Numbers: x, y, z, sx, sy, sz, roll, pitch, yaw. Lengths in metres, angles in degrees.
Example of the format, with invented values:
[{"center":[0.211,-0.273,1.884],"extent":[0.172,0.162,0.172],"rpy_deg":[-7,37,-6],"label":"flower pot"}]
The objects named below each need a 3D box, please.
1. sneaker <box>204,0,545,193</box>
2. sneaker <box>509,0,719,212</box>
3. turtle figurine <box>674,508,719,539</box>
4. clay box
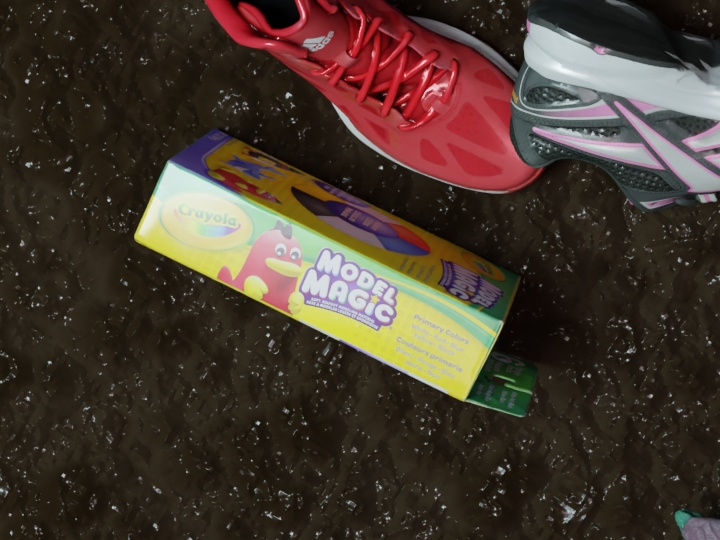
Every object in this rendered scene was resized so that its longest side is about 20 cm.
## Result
[{"center":[-0.001,-0.094,1.125],"extent":[0.200,0.116,0.078],"rpy_deg":[31,104,1],"label":"sneaker"},{"center":[0.162,-0.065,1.129],"extent":[0.200,0.080,0.086],"rpy_deg":[19,121,-4],"label":"sneaker"},{"center":[0.257,0.094,1.139],"extent":[0.200,0.101,0.150],"rpy_deg":[-41,93,20],"label":"turtle figurine"},{"center":[0.000,0.000,1.145],"extent":[0.200,0.115,0.048],"rpy_deg":[25,103,2],"label":"clay box"}]
